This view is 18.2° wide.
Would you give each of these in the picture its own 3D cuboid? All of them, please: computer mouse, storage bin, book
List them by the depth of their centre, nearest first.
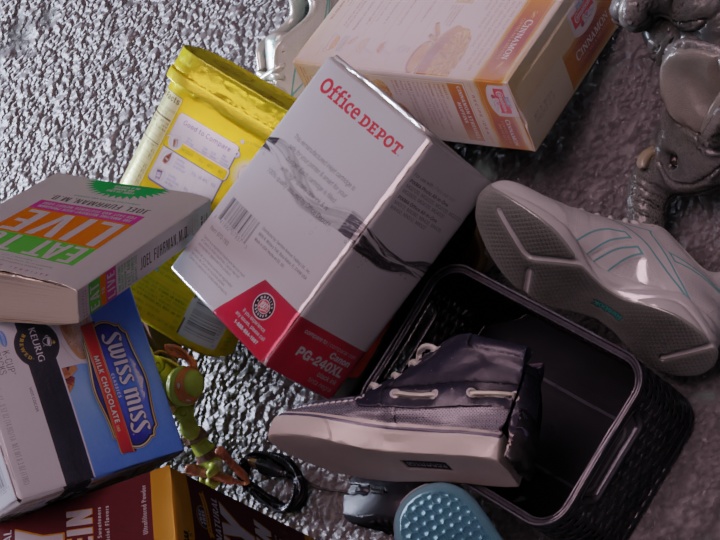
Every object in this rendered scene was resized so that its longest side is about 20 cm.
[{"bbox_3d":[0.117,0.099,1.597,0.200,0.094,0.135,29,86,37],"label":"storage bin"},{"bbox_3d":[-0.211,-0.016,1.624,0.134,0.200,0.048,8,113,21],"label":"book"},{"bbox_3d":[-0.017,0.162,1.692,0.200,0.034,0.059,5,72,35],"label":"computer mouse"}]

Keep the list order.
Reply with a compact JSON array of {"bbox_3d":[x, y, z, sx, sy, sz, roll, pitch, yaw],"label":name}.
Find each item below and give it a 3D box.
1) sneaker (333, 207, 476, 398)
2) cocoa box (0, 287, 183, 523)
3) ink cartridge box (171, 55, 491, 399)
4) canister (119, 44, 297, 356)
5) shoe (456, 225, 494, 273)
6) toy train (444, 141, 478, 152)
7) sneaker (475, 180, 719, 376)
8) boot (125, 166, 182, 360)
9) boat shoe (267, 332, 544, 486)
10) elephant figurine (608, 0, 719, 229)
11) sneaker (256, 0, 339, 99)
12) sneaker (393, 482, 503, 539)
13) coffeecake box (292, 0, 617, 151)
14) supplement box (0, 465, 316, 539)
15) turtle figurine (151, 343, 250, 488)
[{"bbox_3d":[-0.001,0.001,1.680,0.108,0.067,0.201,42,122,17],"label":"sneaker"},{"bbox_3d":[-0.235,0.108,1.651,0.200,0.131,0.133,-34,73,61],"label":"cocoa box"},{"bbox_3d":[-0.021,-0.033,1.617,0.200,0.083,0.145,-53,44,6],"label":"ink cartridge box"},{"bbox_3d":[-0.117,-0.052,1.739,0.148,0.087,0.200,31,100,14],"label":"canister"},{"bbox_3d":[0.024,-0.005,1.737,0.200,0.053,0.070,-7,96,35],"label":"shoe"},{"bbox_3d":[0.041,-0.085,1.751,0.200,0.034,0.046,-29,25,13],"label":"toy train"},{"bbox_3d":[0.171,-0.006,1.583,0.200,0.070,0.080,33,50,0],"label":"sneaker"},{"bbox_3d":[-0.141,-0.019,1.829,0.097,0.075,0.200,-21,57,27],"label":"boot"},{"bbox_3d":[0.036,0.092,1.556,0.200,0.075,0.093,4,64,26],"label":"boat shoe"},{"bbox_3d":[0.255,-0.119,1.603,0.141,0.155,0.200,-4,73,-7],"label":"elephant figurine"},{"bbox_3d":[-0.056,-0.146,1.813,0.070,0.080,0.200,2,68,50],"label":"sneaker"},{"bbox_3d":[0.092,0.231,1.570,0.080,0.131,0.200,-30,90,-4],"label":"sneaker"},{"bbox_3d":[0.075,-0.177,1.730,0.200,0.073,0.154,9,51,36],"label":"coffeecake box"},{"bbox_3d":[-0.157,0.256,1.632,0.197,0.200,0.133,-20,59,24],"label":"supplement box"},{"bbox_3d":[-0.170,0.089,1.755,0.161,0.200,0.064,-15,29,51],"label":"turtle figurine"}]
